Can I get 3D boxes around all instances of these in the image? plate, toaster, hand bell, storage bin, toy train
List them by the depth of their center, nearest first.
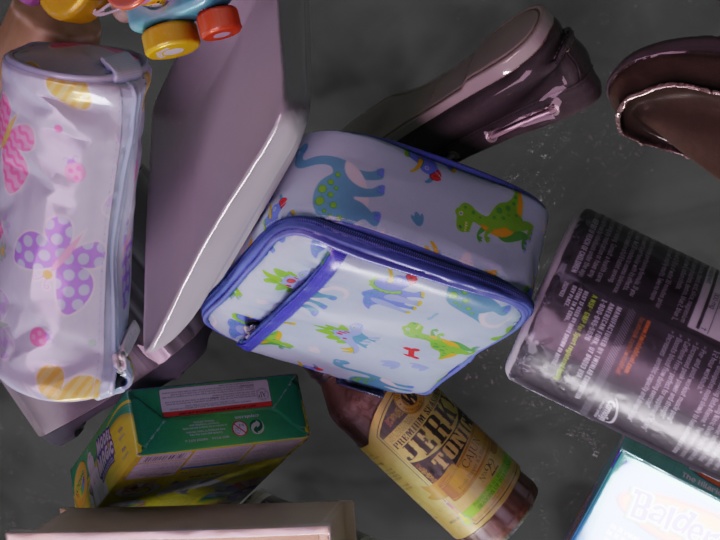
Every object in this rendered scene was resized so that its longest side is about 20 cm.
[{"bbox_3d":[-0.134,-0.198,0.892,0.199,0.055,0.152,29,106,27],"label":"toy train"},{"bbox_3d":[-0.071,-0.085,0.928,0.032,0.201,0.201,15,135,-21],"label":"plate"},{"bbox_3d":[-0.167,-0.178,0.979,0.103,0.104,0.202,26,119,7],"label":"hand bell"},{"bbox_3d":[-0.101,0.246,1.044,0.197,0.094,0.201,-3,95,9],"label":"storage bin"},{"bbox_3d":[-0.167,0.015,1.084,0.199,0.114,0.130,-30,105,38],"label":"toaster"}]

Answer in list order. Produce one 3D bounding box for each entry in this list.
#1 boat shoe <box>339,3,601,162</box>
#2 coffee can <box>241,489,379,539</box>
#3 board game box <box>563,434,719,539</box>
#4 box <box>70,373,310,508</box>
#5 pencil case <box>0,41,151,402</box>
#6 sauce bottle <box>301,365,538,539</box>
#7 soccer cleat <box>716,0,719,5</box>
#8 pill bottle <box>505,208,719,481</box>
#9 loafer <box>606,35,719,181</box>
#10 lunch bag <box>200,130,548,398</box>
[{"bbox_3d":[0.047,-0.075,0.941,0.057,0.067,0.199,44,134,-18],"label":"boat shoe"},{"bbox_3d":[-0.006,0.254,1.153,0.198,0.147,0.148,21,130,12],"label":"coffee can"},{"bbox_3d":[0.201,0.198,1.077,0.151,0.045,0.201,27,131,6],"label":"board game box"},{"bbox_3d":[-0.119,0.125,1.116,0.116,0.049,0.200,-4,157,-24],"label":"box"},{"bbox_3d":[-0.163,-0.028,0.955,0.090,0.082,0.203,24,116,46],"label":"pencil case"},{"bbox_3d":[0.024,0.095,1.078,0.200,0.065,0.065,42,131,-9],"label":"sauce bottle"},{"bbox_3d":[0.270,-0.119,0.812,0.198,0.068,0.074,22,106,17],"label":"soccer cleat"},{"bbox_3d":[0.188,0.054,0.938,0.198,0.106,0.107,26,131,6],"label":"pill bottle"},{"bbox_3d":[0.215,-0.059,0.854,0.198,0.072,0.073,17,155,14],"label":"loafer"},{"bbox_3d":[0.000,0.000,0.954,0.159,0.083,0.200,20,157,-15],"label":"lunch bag"}]
